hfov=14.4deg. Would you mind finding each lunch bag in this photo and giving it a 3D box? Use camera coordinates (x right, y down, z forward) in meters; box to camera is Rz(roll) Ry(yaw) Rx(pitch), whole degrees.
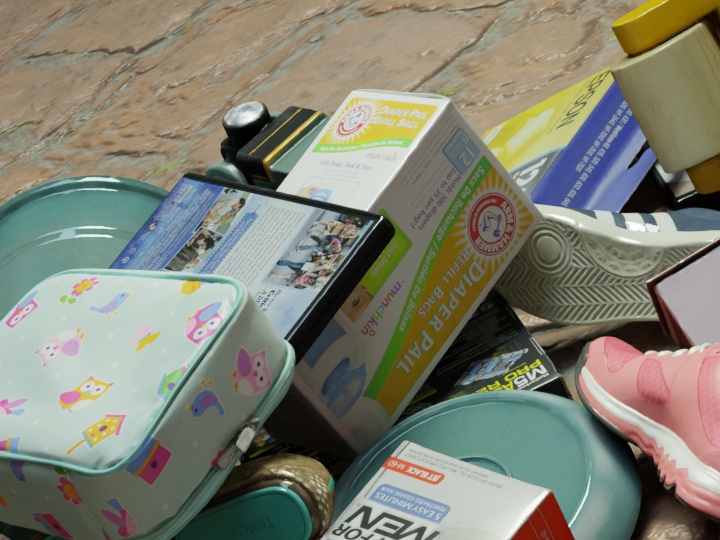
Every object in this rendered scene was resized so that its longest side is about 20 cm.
[{"bbox_3d":[-0.135,0.070,1.578,0.199,0.077,0.161,5,47,45],"label":"lunch bag"}]

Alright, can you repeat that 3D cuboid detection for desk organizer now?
[{"bbox_3d":[0.274,-0.001,1.654,0.199,0.072,0.077,-31,59,0],"label":"desk organizer"}]

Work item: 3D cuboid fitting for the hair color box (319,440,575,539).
[{"bbox_3d":[0.013,0.190,1.497,0.111,0.064,0.200,16,55,42],"label":"hair color box"}]

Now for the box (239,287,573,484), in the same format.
[{"bbox_3d":[0.024,0.097,1.762,0.199,0.044,0.160,-27,24,-3],"label":"box"}]

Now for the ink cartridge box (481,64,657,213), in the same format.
[{"bbox_3d":[0.128,-0.068,1.942,0.200,0.047,0.198,-30,15,41],"label":"ink cartridge box"}]

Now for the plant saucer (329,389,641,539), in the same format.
[{"bbox_3d":[0.060,0.135,1.609,0.199,0.027,0.201,-16,37,12],"label":"plant saucer"}]

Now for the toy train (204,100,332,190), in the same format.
[{"bbox_3d":[-0.026,-0.021,1.867,0.085,0.201,0.114,-40,34,-27],"label":"toy train"}]

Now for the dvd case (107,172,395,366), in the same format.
[{"bbox_3d":[-0.083,0.011,1.682,0.200,0.018,0.143,14,60,50],"label":"dvd case"}]

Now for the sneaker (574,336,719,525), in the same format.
[{"bbox_3d":[0.191,0.074,1.573,0.087,0.074,0.200,-57,31,8],"label":"sneaker"}]

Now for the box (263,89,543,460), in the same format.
[{"bbox_3d":[0.000,0.000,1.735,0.101,0.113,0.200,10,58,53],"label":"box"}]

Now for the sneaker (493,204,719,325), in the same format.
[{"bbox_3d":[0.173,-0.007,1.784,0.199,0.075,0.084,10,19,28],"label":"sneaker"}]

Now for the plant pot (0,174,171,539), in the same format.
[{"bbox_3d":[-0.171,0.076,1.842,0.199,0.201,0.196,-20,32,12],"label":"plant pot"}]

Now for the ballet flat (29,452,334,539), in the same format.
[{"bbox_3d":[-0.098,0.148,1.586,0.199,0.071,0.065,-14,12,24],"label":"ballet flat"}]

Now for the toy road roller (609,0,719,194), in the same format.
[{"bbox_3d":[0.253,-0.145,1.865,0.199,0.123,0.146,-30,8,-10],"label":"toy road roller"}]

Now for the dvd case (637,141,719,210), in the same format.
[{"bbox_3d":[0.289,-0.104,1.929,0.199,0.018,0.143,-25,22,2],"label":"dvd case"}]
